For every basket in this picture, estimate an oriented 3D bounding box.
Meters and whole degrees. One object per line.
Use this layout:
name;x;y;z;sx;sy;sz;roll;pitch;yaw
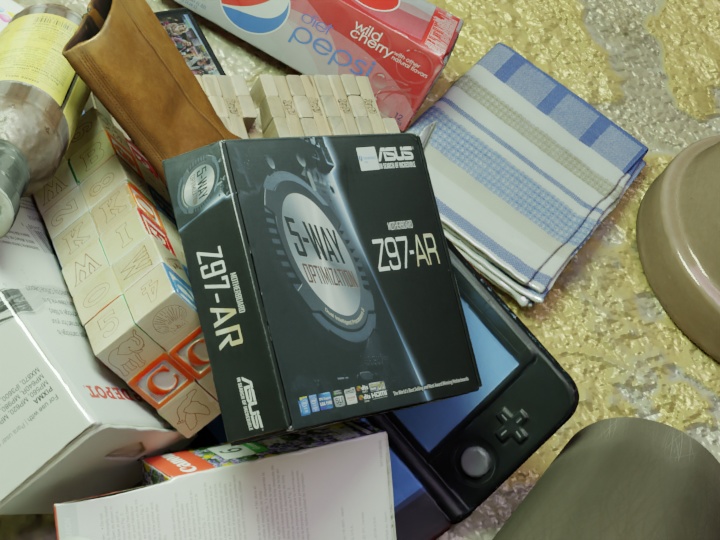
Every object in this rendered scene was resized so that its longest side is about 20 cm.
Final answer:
basket;0.144;0.193;1.405;0.180;0.136;0.200;30;44;2

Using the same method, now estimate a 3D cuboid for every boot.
boot;-0.098;-0.089;1.399;0.200;0.068;0.188;53;27;-18

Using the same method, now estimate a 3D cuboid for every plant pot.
plant pot;0.319;-0.043;1.645;0.200;0.175;0.200;15;51;-19

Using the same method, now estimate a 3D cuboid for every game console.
game console;-0.001;0.067;1.435;0.200;0.172;0.119;49;22;12

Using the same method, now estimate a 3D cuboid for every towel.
towel;0.106;-0.070;1.655;0.147;0.024;0.200;37;45;5

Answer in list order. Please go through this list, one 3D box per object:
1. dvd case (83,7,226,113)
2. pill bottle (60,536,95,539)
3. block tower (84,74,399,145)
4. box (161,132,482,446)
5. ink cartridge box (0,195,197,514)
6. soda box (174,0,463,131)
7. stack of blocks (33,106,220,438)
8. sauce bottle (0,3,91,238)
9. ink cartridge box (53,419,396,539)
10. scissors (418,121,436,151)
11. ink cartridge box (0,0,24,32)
dvd case;-0.167;-0.100;1.535;0.200;0.018;0.143;-13;62;-34
pill bottle;-0.094;0.228;1.239;0.200;0.112;0.112;33;44;-28
block tower;-0.077;-0.090;1.526;0.200;0.054;0.058;0;57;-29
box;-0.018;0.006;1.336;0.200;0.044;0.160;-6;81;-56
ink cartridge box;-0.198;0.036;1.327;0.200;0.084;0.144;52;12;16
soda box;-0.035;-0.181;1.626;0.200;0.070;0.063;29;34;-4
stack of blocks;-0.118;0.005;1.371;0.115;0.059;0.200;45;10;-37
sauce bottle;-0.192;-0.083;1.325;0.065;0.065;0.200;26;29;-8
ink cartridge box;-0.079;0.154;1.325;0.200;0.050;0.109;-10;104;-25
scissors;0.000;0.000;1.439;0.073;0.014;0.200;42;79;14
ink cartridge box;-0.283;-0.134;1.450;0.200;0.067;0.117;31;52;3
